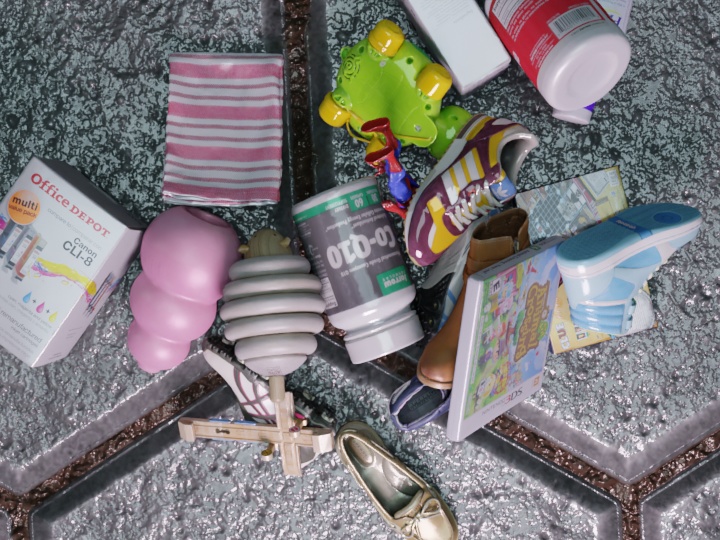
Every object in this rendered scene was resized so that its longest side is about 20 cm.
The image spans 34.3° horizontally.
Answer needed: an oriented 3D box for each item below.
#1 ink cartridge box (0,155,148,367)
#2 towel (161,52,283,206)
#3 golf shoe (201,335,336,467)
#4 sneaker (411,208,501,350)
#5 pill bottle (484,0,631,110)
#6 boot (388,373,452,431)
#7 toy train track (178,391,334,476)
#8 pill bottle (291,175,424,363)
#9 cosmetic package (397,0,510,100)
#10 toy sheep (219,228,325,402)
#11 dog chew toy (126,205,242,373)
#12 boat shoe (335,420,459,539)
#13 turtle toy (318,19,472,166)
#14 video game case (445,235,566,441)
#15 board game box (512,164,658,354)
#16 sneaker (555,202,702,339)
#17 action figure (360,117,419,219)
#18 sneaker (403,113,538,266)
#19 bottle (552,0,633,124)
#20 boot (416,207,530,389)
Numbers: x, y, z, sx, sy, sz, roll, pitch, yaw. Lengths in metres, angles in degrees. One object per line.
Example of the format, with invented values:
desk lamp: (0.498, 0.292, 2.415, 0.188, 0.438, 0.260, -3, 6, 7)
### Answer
ink cartridge box: (-0.369, -0.013, 1.388, 0.144, 0.145, 0.201, 36, 91, 1)
towel: (-0.165, -0.175, 1.407, 0.144, 0.030, 0.203, 0, 73, -1)
golf shoe: (-0.124, 0.160, 1.420, 0.199, 0.077, 0.089, 38, 101, 2)
sneaker: (0.118, 0.006, 1.415, 0.072, 0.072, 0.203, 15, 101, -31)
pill bottle: (0.212, -0.289, 1.332, 0.111, 0.112, 0.201, -31, 59, 2)
boot: (0.120, 0.127, 1.401, 0.199, 0.090, 0.073, -39, 89, 1)
toy train track: (-0.130, 0.200, 1.392, 0.197, 0.033, 0.117, 2, 115, 18)
pill bottle: (0.000, 0.000, 1.392, 0.112, 0.113, 0.203, -21, 91, 2)
cosmetic package: (0.096, -0.310, 1.390, 0.073, 0.102, 0.202, -31, 89, 3)
toy sheep: (-0.100, 0.051, 1.350, 0.135, 0.138, 0.204, -10, 82, 2)
dog chew toy: (-0.221, 0.027, 1.400, 0.123, 0.125, 0.202, 24, 100, 1)
boat shoe: (0.043, 0.269, 1.421, 0.073, 0.063, 0.201, -39, 90, 2)
turtle toy: (0.055, -0.201, 1.391, 0.199, 0.101, 0.146, 41, 118, 1)
video game case: (0.168, 0.076, 1.336, 0.022, 0.181, 0.203, 22, 119, 34)
board game box: (0.272, -0.013, 1.422, 0.133, 0.035, 0.203, -14, 91, 2)
sneaker: (0.319, 0.004, 1.375, 0.197, 0.079, 0.132, -20, 118, -18)
action figure: (0.043, -0.100, 1.358, 0.051, 0.200, 0.066, -19, 59, 11)
sneaker: (0.126, -0.089, 1.333, 0.089, 0.075, 0.202, 21, 77, 41)
bottle: (0.275, -0.280, 1.401, 0.082, 0.065, 0.203, 14, 92, 8)
boot: (0.130, 0.029, 1.334, 0.073, 0.200, 0.156, 24, 135, 25)
